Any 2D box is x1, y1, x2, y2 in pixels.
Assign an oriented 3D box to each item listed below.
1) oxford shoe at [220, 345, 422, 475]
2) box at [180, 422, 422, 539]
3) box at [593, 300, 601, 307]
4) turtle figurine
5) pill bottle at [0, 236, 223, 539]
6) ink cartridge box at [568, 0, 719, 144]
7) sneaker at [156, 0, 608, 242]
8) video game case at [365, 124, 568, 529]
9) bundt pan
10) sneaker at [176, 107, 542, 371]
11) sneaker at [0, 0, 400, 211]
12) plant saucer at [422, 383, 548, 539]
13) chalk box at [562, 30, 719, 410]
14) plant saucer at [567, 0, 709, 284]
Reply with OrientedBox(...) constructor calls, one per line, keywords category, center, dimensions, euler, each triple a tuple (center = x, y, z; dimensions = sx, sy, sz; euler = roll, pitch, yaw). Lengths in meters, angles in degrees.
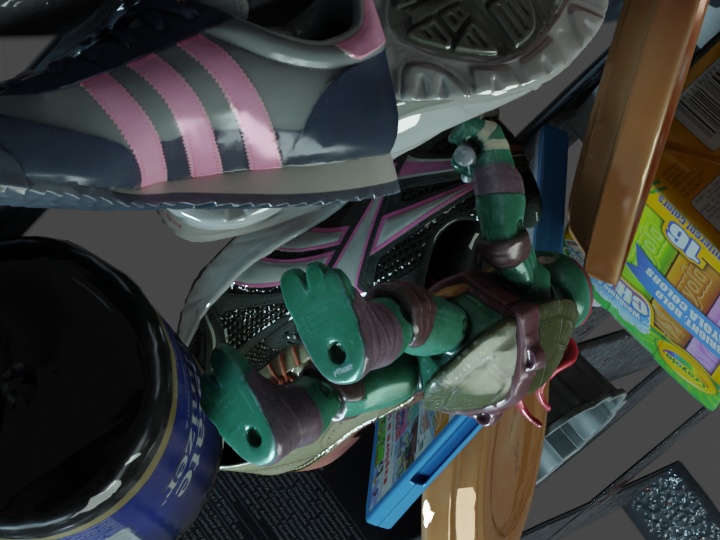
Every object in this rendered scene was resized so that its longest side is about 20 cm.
OrientedBox(category="oxford shoe", center=(-0.014, 0.055, 1.284), dimensions=(0.075, 0.071, 0.200), euler=(-13, 152, -43))
OrientedBox(category="box", center=(-0.075, 0.182, 1.469), dimensions=(0.200, 0.107, 0.149), euler=(-25, 162, -42))
OrientedBox(category="box", center=(0.224, -0.055, 1.554), dimensions=(0.200, 0.048, 0.122), euler=(-40, 165, 15))
OrientedBox(category="turtle figurine", center=(0.034, 0.013, 0.964), dimensions=(0.200, 0.101, 0.150), euler=(-21, 144, -47))
OrientedBox(category="pill bottle", center=(-0.115, 0.062, 0.960), dimensions=(0.112, 0.112, 0.200), euler=(-36, 167, -3))
OrientedBox(category="ink cartridge box", center=(0.194, -0.134, 1.239), dimensions=(0.099, 0.039, 0.200), euler=(-25, 161, -39))
OrientedBox(category="sneaker", center=(0.001, -0.072, 0.917), dimensions=(0.199, 0.078, 0.099), euler=(-25, 172, -15))
OrientedBox(category="video game case", center=(0.056, 0.033, 1.295), dimensions=(0.200, 0.018, 0.144), euler=(128, -24, -48))
OrientedBox(category="bundt pan", center=(0.094, 0.122, 1.754), dimensions=(0.201, 0.076, 0.202), euler=(-34, 166, -10))
OrientedBox(category="sneaker", center=(0.000, 0.000, 1.095), dimensions=(0.200, 0.087, 0.080), euler=(-44, 163, 28))
OrientedBox(category="sneaker", center=(-0.074, -0.061, 0.787), dimensions=(0.199, 0.083, 0.070), euler=(-3, -177, -39))
OrientedBox(category="plant saucer", center=(0.081, 0.102, 1.467), dimensions=(0.200, 0.032, 0.201), euler=(9, 90, -73))
OrientedBox(category="chalk box", center=(0.189, -0.022, 1.223), dimensions=(0.125, 0.124, 0.200), euler=(-41, 167, -17))
OrientedBox(category="plant saucer", center=(0.125, -0.094, 1.027), dimensions=(0.200, 0.032, 0.201), euler=(17, 90, -82))
